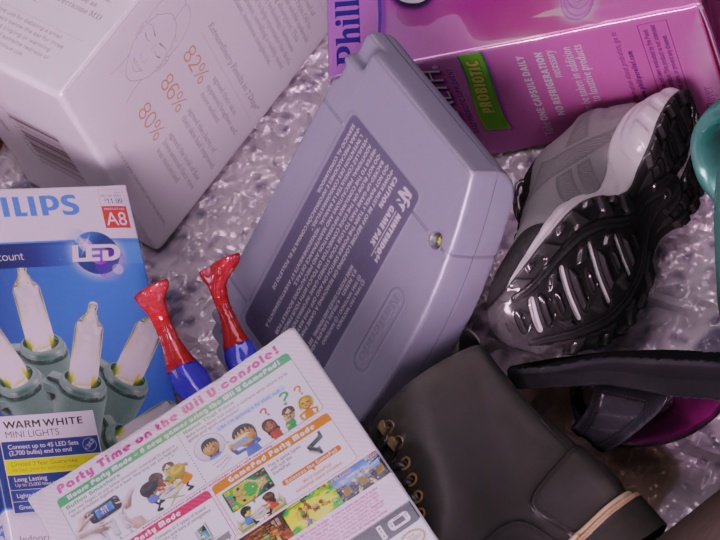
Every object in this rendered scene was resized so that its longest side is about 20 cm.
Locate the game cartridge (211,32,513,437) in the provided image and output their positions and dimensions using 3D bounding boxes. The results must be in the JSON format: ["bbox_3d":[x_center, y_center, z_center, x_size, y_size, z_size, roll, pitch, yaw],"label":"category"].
[{"bbox_3d":[0.000,0.000,1.300,0.133,0.041,0.200,56,129,39],"label":"game cartridge"}]

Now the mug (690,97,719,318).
[{"bbox_3d":[0.228,-0.030,1.228,0.184,0.115,0.152,10,42,21],"label":"mug"}]

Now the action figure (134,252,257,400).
[{"bbox_3d":[-0.048,0.093,1.278,0.065,0.052,0.201,-21,86,-29],"label":"action figure"}]

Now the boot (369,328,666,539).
[{"bbox_3d":[0.024,0.130,1.205,0.200,0.078,0.138,-33,70,-28],"label":"boot"}]

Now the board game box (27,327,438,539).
[{"bbox_3d":[-0.039,0.141,1.142,0.147,0.064,0.200,-32,50,-3],"label":"board game box"}]

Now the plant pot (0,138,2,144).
[{"bbox_3d":[-0.313,-0.097,1.507,0.200,0.093,0.201,-9,58,14],"label":"plant pot"}]

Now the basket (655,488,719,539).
[{"bbox_3d":[0.188,0.154,1.146,0.200,0.136,0.180,-42,29,-16],"label":"basket"}]

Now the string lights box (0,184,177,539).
[{"bbox_3d":[-0.151,0.059,1.304,0.102,0.059,0.201,-3,64,-26],"label":"string lights box"}]

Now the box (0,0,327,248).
[{"bbox_3d":[-0.114,-0.144,1.427,0.106,0.152,0.200,26,69,31],"label":"box"}]

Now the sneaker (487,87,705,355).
[{"bbox_3d":[0.108,-0.021,1.301,0.079,0.074,0.200,-3,29,32],"label":"sneaker"}]

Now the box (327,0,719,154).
[{"bbox_3d":[0.087,-0.164,1.403,0.199,0.097,0.176,-10,56,14],"label":"box"}]

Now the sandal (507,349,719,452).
[{"bbox_3d":[0.138,0.063,1.226,0.200,0.075,0.048,-1,91,56],"label":"sandal"}]
